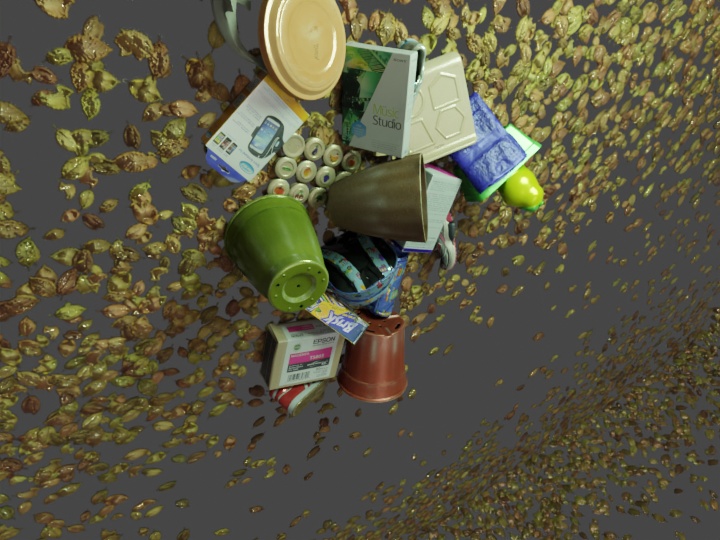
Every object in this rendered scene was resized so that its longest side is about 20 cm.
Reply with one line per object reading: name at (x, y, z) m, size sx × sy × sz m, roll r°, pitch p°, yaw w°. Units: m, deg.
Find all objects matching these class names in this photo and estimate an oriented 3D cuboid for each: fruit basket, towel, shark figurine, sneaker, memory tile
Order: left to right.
shark figurine at (-0.203, -0.411, 0.820) m, size 0.127 × 0.090 × 0.216 m, roll -24°, pitch 130°, yaw -16°
sneaker at (-0.169, 0.315, 1.401) m, size 0.200 × 0.112 × 0.072 m, roll -26°, pitch 139°, yaw -59°
memory tile at (-0.097, -0.207, 1.090) m, size 0.199 × 0.017 × 0.154 m, roll 7°, pitch 117°, yaw -37°
sneaker at (0.084, -0.359, 1.012) m, size 0.074 × 0.087 × 0.201 m, roll 6°, pitch 112°, yaw -17°
sneaker at (0.217, -0.082, 1.364) m, size 0.074 × 0.081 × 0.201 m, roll -8°, pitch 132°, yaw 7°
towel at (0.275, -0.298, 1.166) m, size 0.147 × 0.200 × 0.050 m, roll -39°, pitch 178°, yaw -5°
fruit basket at (0.362, -0.231, 1.254) m, size 0.214 × 0.156 × 0.217 m, roll -1°, pitch 98°, yaw -7°

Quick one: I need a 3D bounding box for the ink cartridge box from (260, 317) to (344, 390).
ink cartridge box at (-0.150, 0.213, 1.322) m, size 0.199 × 0.075 × 0.166 m, roll -5°, pitch 125°, yaw -31°

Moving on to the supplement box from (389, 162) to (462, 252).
supplement box at (0.147, -0.155, 1.234) m, size 0.103 × 0.101 × 0.201 m, roll 1°, pitch 121°, yaw -35°

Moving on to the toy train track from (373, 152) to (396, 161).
toy train track at (0.104, -0.281, 1.160) m, size 0.199 × 0.032 × 0.116 m, roll -14°, pitch 107°, yaw -34°

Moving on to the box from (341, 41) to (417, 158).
box at (0.032, -0.335, 1.000) m, size 0.036 × 0.143 × 0.201 m, roll -46°, pitch 147°, yaw -48°

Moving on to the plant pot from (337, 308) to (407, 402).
plant pot at (0.039, 0.219, 1.387) m, size 0.200 × 0.201 × 0.197 m, roll -10°, pitch 119°, yaw -28°

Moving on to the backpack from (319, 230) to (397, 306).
backpack at (0.000, 0.000, 1.179) m, size 0.182 × 0.200 × 0.135 m, roll -32°, pitch 134°, yaw -11°

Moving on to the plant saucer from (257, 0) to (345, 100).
plant saucer at (-0.091, -0.402, 0.880) m, size 0.200 × 0.032 × 0.202 m, roll -20°, pitch 117°, yaw -46°

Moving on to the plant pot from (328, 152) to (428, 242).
plant pot at (0.039, -0.147, 1.081) m, size 0.198 × 0.188 × 0.188 m, roll -3°, pitch 133°, yaw 12°

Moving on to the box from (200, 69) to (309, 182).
box at (-0.206, -0.264, 0.959) m, size 0.200 × 0.042 × 0.119 m, roll -45°, pitch 135°, yaw 5°

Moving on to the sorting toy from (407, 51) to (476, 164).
sorting toy at (0.150, -0.345, 1.101) m, size 0.184 × 0.037 × 0.201 m, roll -23°, pitch 115°, yaw -5°

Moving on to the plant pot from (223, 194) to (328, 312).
plant pot at (-0.160, -0.023, 1.047) m, size 0.199 × 0.193 × 0.201 m, roll -18°, pitch 134°, yaw -20°

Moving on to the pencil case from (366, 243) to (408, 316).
pencil case at (0.067, 0.026, 1.328) m, size 0.087 × 0.078 × 0.201 m, roll -33°, pitch 143°, yaw -52°

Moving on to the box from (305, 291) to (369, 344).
box at (-0.076, 0.097, 1.240) m, size 0.200 × 0.070 × 0.064 m, roll 38°, pitch 88°, yaw -25°
